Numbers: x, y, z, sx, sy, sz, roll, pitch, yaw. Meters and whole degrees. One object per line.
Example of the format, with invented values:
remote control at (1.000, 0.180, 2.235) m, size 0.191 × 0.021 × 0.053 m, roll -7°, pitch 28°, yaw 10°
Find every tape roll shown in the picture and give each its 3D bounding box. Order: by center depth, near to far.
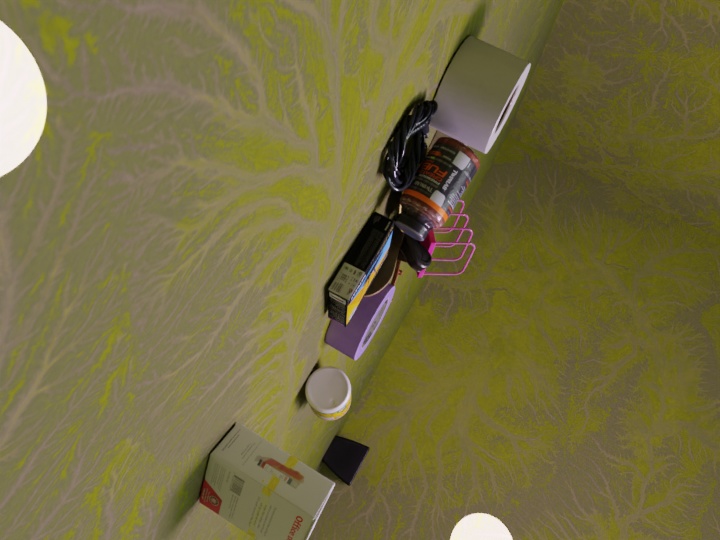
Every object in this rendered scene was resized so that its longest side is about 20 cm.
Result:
tape roll at (0.249, -0.368, 1.280) m, size 0.204 × 0.138 × 0.203 m, roll -59°, pitch 170°, yaw -16°
tape roll at (0.000, 0.107, 1.458) m, size 0.201 × 0.084 × 0.200 m, roll -58°, pitch 170°, yaw -16°

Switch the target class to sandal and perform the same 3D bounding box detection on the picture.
sandal at (0.045, -0.012, 1.390) m, size 0.070 × 0.077 × 0.213 m, roll 99°, pitch 16°, yaw -61°

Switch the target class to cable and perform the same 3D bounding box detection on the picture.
cable at (0.097, -0.232, 1.128) m, size 0.200 × 0.050 × 0.164 m, roll -43°, pitch 159°, yaw -60°

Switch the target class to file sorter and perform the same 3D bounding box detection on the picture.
file sorter at (0.202, -0.103, 1.538) m, size 0.140 × 0.124 × 0.202 m, roll 106°, pitch -19°, yaw -53°

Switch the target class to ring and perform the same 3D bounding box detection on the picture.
ring at (0.084, 0.008, 1.604) m, size 0.200 × 0.019 × 0.203 m, roll -164°, pitch -90°, yaw -84°

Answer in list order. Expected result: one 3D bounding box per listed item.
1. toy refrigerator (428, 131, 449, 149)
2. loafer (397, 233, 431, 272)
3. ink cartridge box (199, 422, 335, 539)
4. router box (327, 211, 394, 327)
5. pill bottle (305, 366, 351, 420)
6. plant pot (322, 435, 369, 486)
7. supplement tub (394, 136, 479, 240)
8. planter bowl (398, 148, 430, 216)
toy refrigerator at (0.233, -0.342, 1.456) m, size 0.202 × 0.075 × 0.070 m, roll -65°, pitch 169°, yaw 14°
loafer at (0.110, -0.046, 1.447) m, size 0.071 × 0.073 × 0.200 m, roll -50°, pitch -154°, yaw 15°
ink cartridge box at (-0.159, 0.375, 1.025) m, size 0.083 × 0.199 × 0.146 m, roll -47°, pitch 163°, yaw -54°
router box at (0.000, 0.000, 1.250) m, size 0.201 × 0.051 × 0.149 m, roll -60°, pitch 170°, yaw -23°
pill bottle at (-0.078, 0.318, 1.542) m, size 0.113 × 0.112 × 0.200 m, roll -58°, pitch 169°, yaw -19°
plant pot at (-0.077, 0.918, 2.987) m, size 0.201 × 0.176 × 0.200 m, roll -58°, pitch 170°, yaw -16°
supplement tub at (0.151, -0.162, 1.235) m, size 0.201 × 0.106 × 0.107 m, roll -58°, pitch 170°, yaw -6°
planter bowl at (0.155, -0.175, 1.359) m, size 0.200 × 0.083 × 0.203 m, roll 16°, pitch 90°, yaw -74°
